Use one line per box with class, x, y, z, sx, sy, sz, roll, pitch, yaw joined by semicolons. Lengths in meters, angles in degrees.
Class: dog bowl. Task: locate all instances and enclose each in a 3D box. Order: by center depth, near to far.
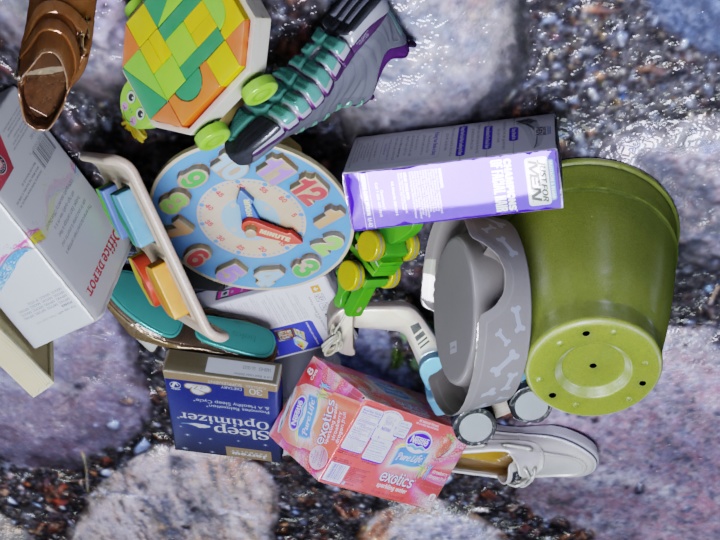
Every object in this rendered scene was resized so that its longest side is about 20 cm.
dog bowl;0.110;0.038;1.464;0.058;0.201;0.201;0;133;-12

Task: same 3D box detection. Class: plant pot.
plant pot;0.221;0.029;1.479;0.198;0.194;0.202;1;132;2

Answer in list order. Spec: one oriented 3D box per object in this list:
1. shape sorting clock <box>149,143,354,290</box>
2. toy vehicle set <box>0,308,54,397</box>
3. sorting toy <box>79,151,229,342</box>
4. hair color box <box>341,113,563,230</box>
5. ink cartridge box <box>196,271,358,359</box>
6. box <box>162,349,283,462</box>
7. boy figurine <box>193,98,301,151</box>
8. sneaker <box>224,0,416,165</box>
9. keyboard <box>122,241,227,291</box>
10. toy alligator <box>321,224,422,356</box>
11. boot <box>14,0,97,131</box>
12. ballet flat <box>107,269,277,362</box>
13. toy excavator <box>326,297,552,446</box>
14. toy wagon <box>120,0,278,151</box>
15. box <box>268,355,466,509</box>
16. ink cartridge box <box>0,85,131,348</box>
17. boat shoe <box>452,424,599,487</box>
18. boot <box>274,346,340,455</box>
shape sorting clock;-0.104;-0.049;1.451;0.198;0.039;0.201;1;134;1
toy vehicle set;-0.353;0.022;1.504;0.026;0.201;0.125;-32;123;9
sorting toy;-0.204;-0.022;1.443;0.036;0.185;0.201;-32;104;-13
hair color box;0.089;-0.093;1.428;0.198;0.109;0.065;-7;112;10
ink cartridge box;-0.109;0.054;1.627;0.198;0.037;0.095;-16;128;14
box;-0.142;0.155;1.624;0.120;0.033;0.201;7;146;3
boy figurine;-0.116;-0.106;1.467;0.123;0.065;0.201;-17;128;19
sneaker;-0.031;-0.156;1.367;0.200;0.074;0.088;-46;129;0
keyboard;-0.234;-0.033;1.568;0.198;0.021;0.128;4;133;-1
toy alligator;0.000;0.000;1.506;0.059;0.054;0.201;-2;139;-41
boot;-0.256;-0.233;1.300;0.073;0.155;0.201;5;132;-1
ballet flat;-0.185;0.064;1.587;0.198;0.068;0.072;20;142;-10
toy excavator;0.084;0.082;1.597;0.193;0.100;0.201;-23;115;9
toy wagon;-0.159;-0.183;1.350;0.200;0.156;0.039;-40;162;32
box;0.014;0.174;1.618;0.199;0.095;0.103;22;101;-48
ink cartridge box;-0.321;-0.050;1.454;0.082;0.146;0.201;-24;117;21
boat shoe;0.175;0.216;1.729;0.198;0.070;0.071;12;131;-6
boot;-0.078;0.150;1.696;0.199;0.074;0.095;-25;132;34
